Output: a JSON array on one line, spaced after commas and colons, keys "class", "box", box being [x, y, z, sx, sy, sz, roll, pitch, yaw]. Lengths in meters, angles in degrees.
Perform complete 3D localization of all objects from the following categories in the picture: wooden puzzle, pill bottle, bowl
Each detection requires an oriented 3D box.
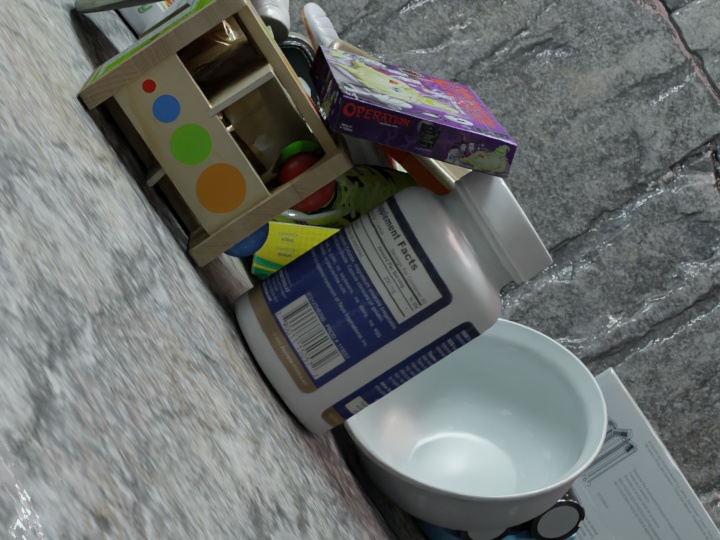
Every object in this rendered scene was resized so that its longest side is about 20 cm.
[{"class": "wooden puzzle", "box": [0.051, -0.092, 1.458, 0.200, 0.037, 0.185, 50, 10, 9]}, {"class": "pill bottle", "box": [0.024, 0.013, 1.225, 0.111, 0.199, 0.111, 57, 5, -7]}, {"class": "bowl", "box": [0.080, 0.129, 1.363, 0.201, 0.200, 0.091, -118, -155, -46]}]

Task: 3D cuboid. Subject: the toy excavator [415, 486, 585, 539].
[{"class": "toy excavator", "box": [0.121, 0.227, 1.500, 0.193, 0.201, 0.100, 3, 38, -26]}]

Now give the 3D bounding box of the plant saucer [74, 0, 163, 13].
[{"class": "plant saucer", "box": [-0.121, -0.236, 1.366, 0.200, 0.199, 0.051, -84, 163, -83]}]

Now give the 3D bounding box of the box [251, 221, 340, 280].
[{"class": "box", "box": [0.000, 0.000, 1.425, 0.117, 0.199, 0.049, 43, 57, -74]}]

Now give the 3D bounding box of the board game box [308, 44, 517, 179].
[{"class": "board game box", "box": [0.031, -0.111, 1.239, 0.119, 0.032, 0.200, 19, 13, -11]}]

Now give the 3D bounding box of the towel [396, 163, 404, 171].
[{"class": "towel", "box": [0.021, -0.054, 1.587, 0.199, 0.031, 0.150, 8, 56, -30]}]

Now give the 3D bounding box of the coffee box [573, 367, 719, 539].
[{"class": "coffee box", "box": [0.210, 0.234, 1.700, 0.200, 0.199, 0.198, 59, 4, 14]}]

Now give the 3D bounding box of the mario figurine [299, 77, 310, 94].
[{"class": "mario figurine", "box": [-0.110, -0.157, 1.504, 0.200, 0.123, 0.107, -110, 179, -88]}]

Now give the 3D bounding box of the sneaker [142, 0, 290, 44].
[{"class": "sneaker", "box": [-0.119, -0.223, 1.545, 0.070, 0.200, 0.081, 16, 75, -35]}]

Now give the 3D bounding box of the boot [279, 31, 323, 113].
[{"class": "boot", "box": [-0.053, -0.098, 1.628, 0.154, 0.073, 0.205, -106, -168, -64]}]

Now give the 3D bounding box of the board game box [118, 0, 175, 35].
[{"class": "board game box", "box": [-0.212, -0.265, 1.644, 0.200, 0.035, 0.126, 52, 7, -48]}]

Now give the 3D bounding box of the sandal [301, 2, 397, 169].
[{"class": "sandal", "box": [-0.021, -0.126, 1.524, 0.079, 0.059, 0.207, -90, 157, -62]}]

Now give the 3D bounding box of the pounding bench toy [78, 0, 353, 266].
[{"class": "pounding bench toy", "box": [-0.093, -0.106, 1.267, 0.156, 0.124, 0.200, 56, 4, -13]}]

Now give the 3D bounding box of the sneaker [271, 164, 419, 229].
[{"class": "sneaker", "box": [-0.018, -0.051, 1.451, 0.076, 0.199, 0.076, 12, -82, 64]}]
